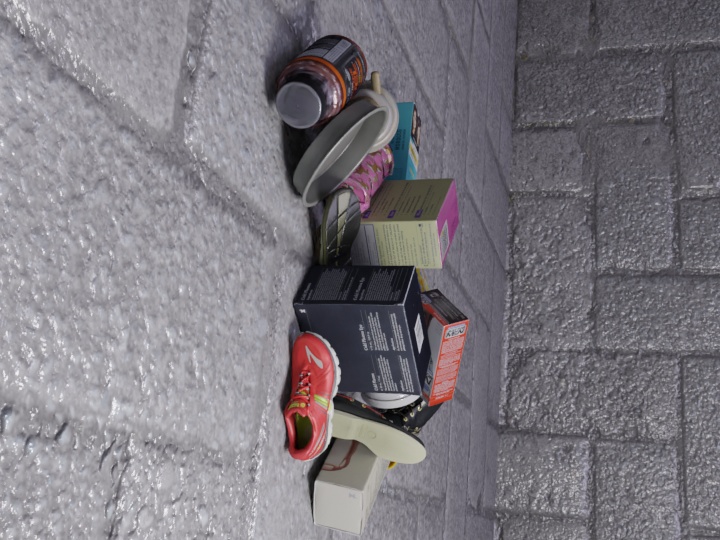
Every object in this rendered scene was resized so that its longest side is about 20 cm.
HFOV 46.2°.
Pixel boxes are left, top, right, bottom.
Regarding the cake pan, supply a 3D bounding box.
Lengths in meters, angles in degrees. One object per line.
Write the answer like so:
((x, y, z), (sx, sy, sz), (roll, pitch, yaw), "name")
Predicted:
((-0.034, -0.186, 1.319), (0.200, 0.037, 0.200), (-47, 172, -9), "cake pan")

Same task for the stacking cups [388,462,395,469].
((0.075, 0.366, 1.798), (0.200, 0.060, 0.061), (-16, 106, -73), "stacking cups")

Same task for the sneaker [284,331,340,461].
((-0.080, 0.195, 1.295), (0.085, 0.077, 0.201), (-9, 98, -67), "sneaker")

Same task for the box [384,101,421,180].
((0.088, -0.242, 1.749), (0.082, 0.049, 0.201), (56, 38, -62), "box")

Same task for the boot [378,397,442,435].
((0.107, 0.275, 1.733), (0.154, 0.073, 0.203), (-51, 153, 8), "boot")

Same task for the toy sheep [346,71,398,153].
((0.004, -0.269, 1.466), (0.200, 0.137, 0.138), (-69, 158, -85), "toy sheep")

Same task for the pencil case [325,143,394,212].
((-0.001, -0.169, 1.512), (0.200, 0.086, 0.083), (-58, 140, -55), "pencil case")

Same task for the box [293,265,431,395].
((0.009, 0.098, 1.390), (0.104, 0.182, 0.200), (-70, 154, -49), "box")

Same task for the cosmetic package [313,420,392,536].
((-0.010, 0.349, 1.469), (0.200, 0.087, 0.104), (-57, 154, -61), "cosmetic package")

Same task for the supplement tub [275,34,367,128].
((-0.063, -0.284, 1.287), (0.200, 0.107, 0.107), (-62, 147, -55), "supplement tub")

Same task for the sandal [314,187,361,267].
((-0.050, -0.047, 1.417), (0.080, 0.057, 0.201), (-21, 132, -39), "sandal")

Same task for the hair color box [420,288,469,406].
((0.140, 0.150, 1.637), (0.064, 0.111, 0.200), (-12, 128, -28), "hair color box")

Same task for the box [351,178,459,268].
((0.063, -0.086, 1.527), (0.176, 0.199, 0.097), (-63, 149, -56), "box")

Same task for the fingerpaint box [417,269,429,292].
((0.108, 0.053, 1.787), (0.167, 0.073, 0.200), (64, 11, -55), "fingerpaint box")

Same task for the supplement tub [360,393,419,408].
((0.047, 0.140, 1.576), (0.140, 0.140, 0.200), (-57, 143, -59), "supplement tub")

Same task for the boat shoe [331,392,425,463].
((0.020, 0.265, 1.428), (0.063, 0.201, 0.074), (-73, -173, -56), "boat shoe")
